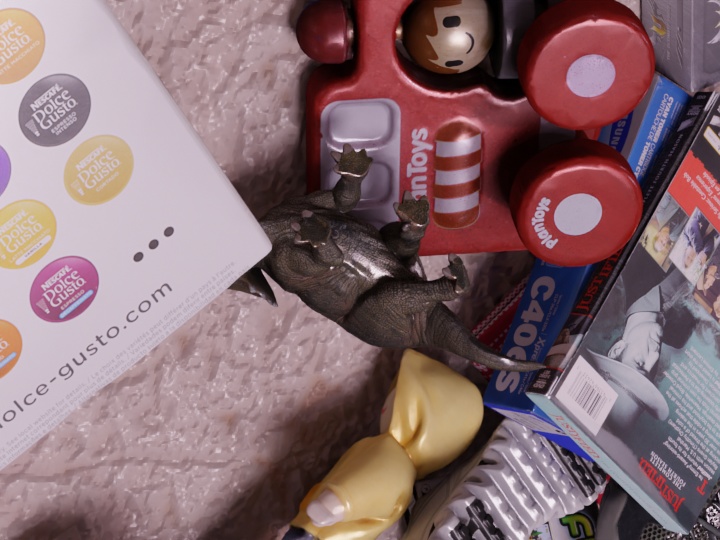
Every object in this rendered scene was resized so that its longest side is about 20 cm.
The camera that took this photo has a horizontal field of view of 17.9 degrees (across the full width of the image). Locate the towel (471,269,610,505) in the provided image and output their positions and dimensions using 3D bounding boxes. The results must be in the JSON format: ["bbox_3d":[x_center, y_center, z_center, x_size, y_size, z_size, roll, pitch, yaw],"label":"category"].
[{"bbox_3d":[0.154,0.047,1.366,0.145,0.022,0.200,-45,133,-3],"label":"towel"}]

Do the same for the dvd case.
[{"bbox_3d":[0.182,0.023,1.255,0.146,0.022,0.200,43,68,-35],"label":"dvd case"}]

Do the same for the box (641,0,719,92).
[{"bbox_3d":[0.227,-0.212,1.233,0.158,0.048,0.200,-22,128,-21],"label":"box"}]

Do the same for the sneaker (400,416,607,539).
[{"bbox_3d":[0.073,0.126,1.281,0.075,0.081,0.200,58,43,-8],"label":"sneaker"}]

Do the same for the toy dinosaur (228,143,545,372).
[{"bbox_3d":[0.000,0.000,1.155,0.200,0.077,0.102,19,151,-11],"label":"toy dinosaur"}]

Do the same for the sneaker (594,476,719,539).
[{"bbox_3d":[0.208,0.129,1.309,0.199,0.114,0.076,-56,132,-34],"label":"sneaker"}]

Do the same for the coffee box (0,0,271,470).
[{"bbox_3d":[-0.199,-0.052,0.936,0.200,0.200,0.198,-40,132,-8],"label":"coffee box"}]

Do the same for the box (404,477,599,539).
[{"bbox_3d":[0.100,0.212,1.314,0.110,0.200,0.035,-7,160,-17],"label":"box"}]

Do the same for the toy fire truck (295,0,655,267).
[{"bbox_3d":[0.052,-0.089,1.161,0.168,0.112,0.200,-5,126,-7],"label":"toy fire truck"}]

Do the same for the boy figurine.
[{"bbox_3d":[-0.013,0.126,1.256,0.200,0.064,0.124,-47,174,-6],"label":"boy figurine"}]

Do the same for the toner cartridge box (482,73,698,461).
[{"bbox_3d":[0.145,0.000,1.263,0.095,0.043,0.200,29,78,-39],"label":"toner cartridge box"}]
